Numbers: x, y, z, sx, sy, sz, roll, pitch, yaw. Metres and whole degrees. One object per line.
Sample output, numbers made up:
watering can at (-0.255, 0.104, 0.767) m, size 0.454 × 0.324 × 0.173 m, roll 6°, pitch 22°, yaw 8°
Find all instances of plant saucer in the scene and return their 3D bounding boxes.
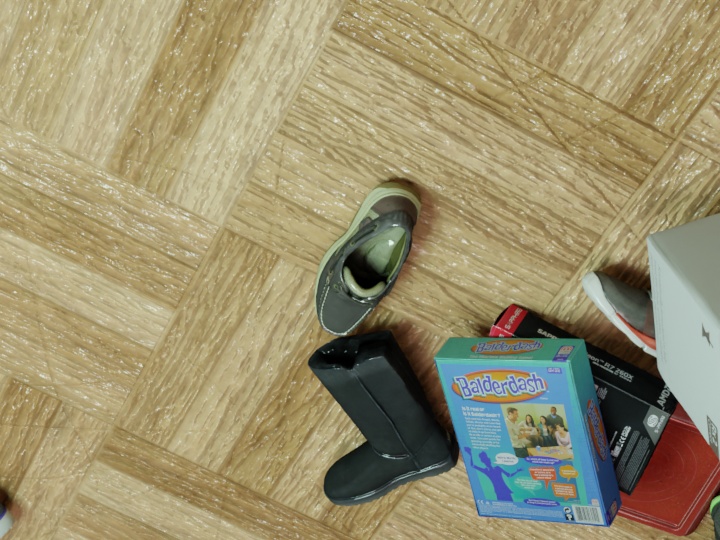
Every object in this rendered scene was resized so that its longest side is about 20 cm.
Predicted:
plant saucer at (0.306, 0.202, 1.667) m, size 0.199 × 0.037 × 0.201 m, roll 19°, pitch 129°, yaw -3°

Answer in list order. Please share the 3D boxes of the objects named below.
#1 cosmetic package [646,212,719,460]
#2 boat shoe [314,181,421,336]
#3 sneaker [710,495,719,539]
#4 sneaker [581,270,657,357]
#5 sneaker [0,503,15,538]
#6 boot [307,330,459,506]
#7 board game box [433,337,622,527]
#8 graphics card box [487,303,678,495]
cosmetic package at (0.386, 0.045, 1.410) m, size 0.199 × 0.165 × 0.165 m, roll -16°, pitch 125°, yaw -6°
boat shoe at (0.001, 0.000, 1.556) m, size 0.071 × 0.066 × 0.201 m, roll 23°, pitch 129°, yaw -10°
sneaker at (0.417, 0.311, 1.689) m, size 0.076 × 0.084 × 0.201 m, roll -5°, pitch 130°, yaw -5°
sneaker at (0.309, 0.046, 1.541) m, size 0.200 × 0.077 × 0.082 m, roll 34°, pitch 99°, yaw -16°
sneaker at (-0.527, 0.295, 1.892) m, size 0.200 × 0.081 × 0.147 m, roll -32°, pitch 107°, yaw 34°
boot at (-0.003, 0.159, 1.660) m, size 0.164 × 0.066 × 0.200 m, roll -23°, pitch 133°, yaw 12°
board game box at (0.171, 0.163, 1.575) m, size 0.151 × 0.045 × 0.201 m, roll 0°, pitch 120°, yaw 31°
graphics card box at (0.216, 0.133, 1.592) m, size 0.199 × 0.051 × 0.126 m, roll 27°, pitch 129°, yaw 14°
